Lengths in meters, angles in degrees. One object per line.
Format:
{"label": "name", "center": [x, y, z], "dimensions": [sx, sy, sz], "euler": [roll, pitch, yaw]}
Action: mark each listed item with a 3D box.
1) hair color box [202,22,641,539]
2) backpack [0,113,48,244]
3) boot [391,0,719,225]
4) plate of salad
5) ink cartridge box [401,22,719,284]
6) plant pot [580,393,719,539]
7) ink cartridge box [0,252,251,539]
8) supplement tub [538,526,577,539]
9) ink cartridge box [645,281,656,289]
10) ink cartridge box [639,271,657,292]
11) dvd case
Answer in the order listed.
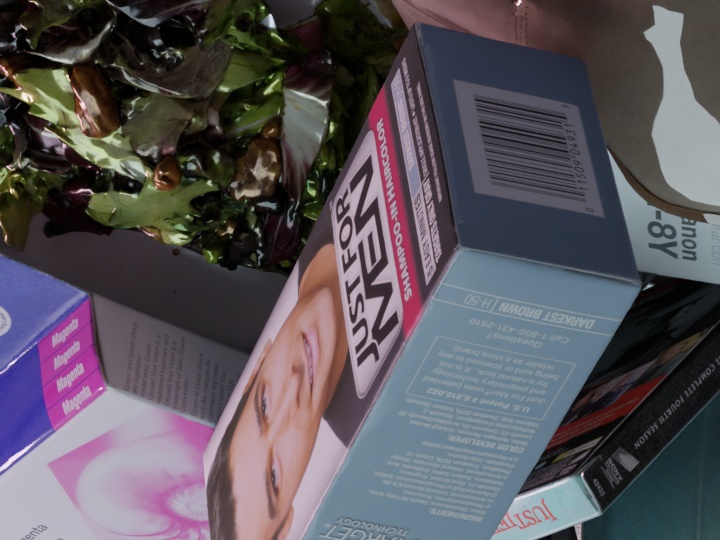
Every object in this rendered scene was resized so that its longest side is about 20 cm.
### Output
{"label": "hair color box", "center": [0.012, 0.033, 0.876], "dimensions": [0.061, 0.099, 0.200], "euler": [11, 132, -18]}
{"label": "backpack", "center": [-0.141, -0.089, 1.026], "dimensions": [0.168, 0.200, 0.162], "euler": [-4, 149, 41]}
{"label": "boot", "center": [0.093, -0.090, 0.860], "dimensions": [0.200, 0.070, 0.146], "euler": [7, 137, 17]}
{"label": "plate of salad", "center": [-0.042, -0.047, 0.943], "dimensions": [0.200, 0.048, 0.200], "euler": [-2, 121, -4]}
{"label": "ink cartridge box", "center": [0.077, -0.080, 0.998], "dimensions": [0.200, 0.083, 0.145], "euler": [10, 137, 16]}
{"label": "plant pot", "center": [0.215, 0.119, 1.295], "dimensions": [0.196, 0.200, 0.200], "euler": [2, 154, 15]}
{"label": "ink cartridge box", "center": [-0.100, 0.082, 1.036], "dimensions": [0.200, 0.043, 0.196], "euler": [22, 142, -26]}
{"label": "supplement tub", "center": [0.004, 0.086, 1.186], "dimensions": [0.122, 0.123, 0.200], "euler": [3, 147, 30]}
{"label": "ink cartridge box", "center": [0.124, -0.041, 1.159], "dimensions": [0.199, 0.041, 0.200], "euler": [10, 157, 15]}
{"label": "ink cartridge box", "center": [0.000, 0.000, 1.092], "dimensions": [0.200, 0.161, 0.050], "euler": [3, 113, 25]}
{"label": "dvd case", "center": [0.094, 0.049, 1.081], "dimensions": [0.146, 0.200, 0.022], "euler": [-28, 101, 48]}
